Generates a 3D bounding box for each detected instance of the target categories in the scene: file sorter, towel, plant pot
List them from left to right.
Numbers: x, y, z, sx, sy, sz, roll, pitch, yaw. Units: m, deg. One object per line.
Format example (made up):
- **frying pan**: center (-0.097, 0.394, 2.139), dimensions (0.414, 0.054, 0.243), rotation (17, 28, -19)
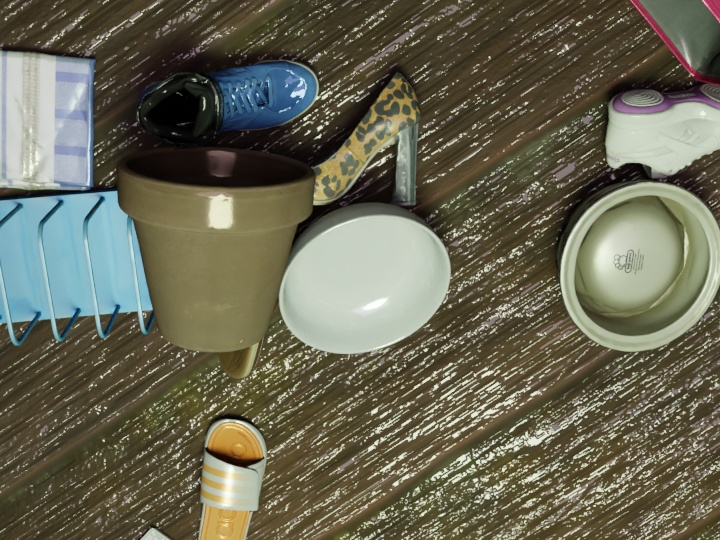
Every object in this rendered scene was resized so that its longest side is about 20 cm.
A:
- **towel**: center (-0.384, -0.161, 1.048), dimensions (0.195, 0.024, 0.150), rotation (2, 105, -9)
- **file sorter**: center (-0.320, 0.000, 1.048), dimensions (0.195, 0.123, 0.142), rotation (-5, 108, -3)
- **plant pot**: center (-0.147, -0.021, 0.984), dimensions (0.195, 0.201, 0.178), rotation (3, 108, -7)

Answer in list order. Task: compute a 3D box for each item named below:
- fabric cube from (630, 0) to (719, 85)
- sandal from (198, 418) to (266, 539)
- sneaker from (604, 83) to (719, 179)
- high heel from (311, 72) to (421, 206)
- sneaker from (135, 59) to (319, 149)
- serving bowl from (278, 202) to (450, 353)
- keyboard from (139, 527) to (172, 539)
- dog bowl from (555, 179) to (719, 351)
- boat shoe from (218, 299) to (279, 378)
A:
- **fabric cube**: center (0.394, -0.325, 0.992), dimensions (0.199, 0.200, 0.196), rotation (-43, 106, 7)
- **sandal**: center (-0.158, 0.284, 1.189), dimensions (0.077, 0.059, 0.211), rotation (6, 106, -8)
- **sneaker**: center (0.370, -0.158, 1.119), dimensions (0.195, 0.075, 0.101), rotation (-1, 126, -6)
- **high heel**: center (-0.031, -0.145, 1.077), dimensions (0.195, 0.071, 0.146), rotation (0, 96, -4)
- **sneaker**: center (-0.138, -0.175, 1.024), dimensions (0.195, 0.111, 0.078), rotation (-5, 108, -5)
- **serving bowl**: center (0.000, 0.000, 1.100), dimensions (0.196, 0.066, 0.203), rotation (-9, 132, -10)
- **keyboard**: center (-0.205, 0.401, 1.245), dimensions (0.199, 0.011, 0.056), rotation (41, 99, -16)
- **dog bowl**: center (0.318, -0.013, 1.145), dimensions (0.195, 0.074, 0.205), rotation (-2, 108, -6)
- **boat shoe**: center (-0.111, 0.021, 1.105), dimensions (0.071, 0.071, 0.205), rotation (4, 94, -46)
